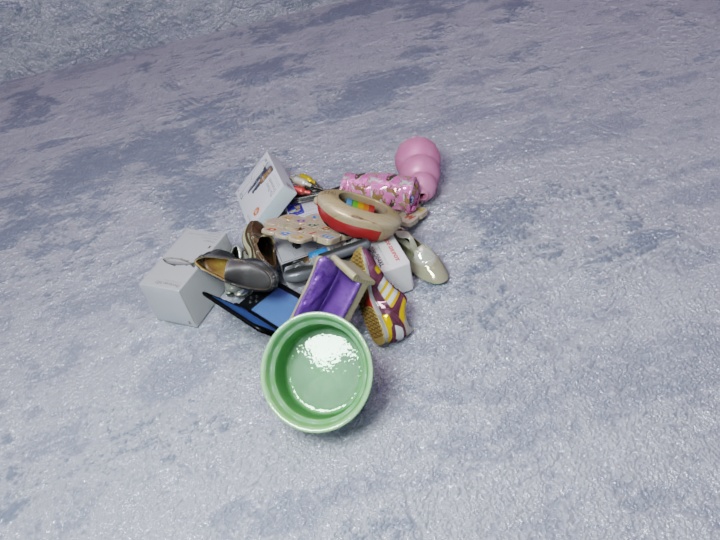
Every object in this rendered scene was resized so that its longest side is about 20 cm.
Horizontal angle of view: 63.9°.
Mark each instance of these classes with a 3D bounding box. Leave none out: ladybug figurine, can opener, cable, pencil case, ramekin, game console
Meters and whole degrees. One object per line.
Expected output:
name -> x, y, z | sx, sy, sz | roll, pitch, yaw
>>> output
ladybug figurine -> -0.009, -0.117, 1.257 | 0.197, 0.073, 0.136 | 17, 27, -5
can opener -> -0.065, -0.009, 1.197 | 0.197, 0.053, 0.066 | -21, 26, -12
cable -> -0.110, -0.211, 1.516 | 0.197, 0.051, 0.098 | 10, 46, 24
pencil case -> 0.046, -0.193, 1.424 | 0.197, 0.083, 0.087 | 8, 51, 17
ramekin -> -0.069, 0.178, 1.020 | 0.197, 0.098, 0.204 | -1, 80, 9
game console -> -0.199, 0.070, 1.221 | 0.199, 0.118, 0.176 | 26, 53, 35

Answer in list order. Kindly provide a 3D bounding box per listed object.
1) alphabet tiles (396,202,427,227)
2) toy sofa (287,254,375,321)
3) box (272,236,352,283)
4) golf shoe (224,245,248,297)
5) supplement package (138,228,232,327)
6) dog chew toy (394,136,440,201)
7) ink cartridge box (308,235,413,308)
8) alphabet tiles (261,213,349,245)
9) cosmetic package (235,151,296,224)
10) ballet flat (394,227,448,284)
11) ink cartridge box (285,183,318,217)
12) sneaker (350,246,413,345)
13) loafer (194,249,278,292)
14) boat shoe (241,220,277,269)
alphabet tiles -> 0.065, -0.155, 1.457 | 0.198, 0.015, 0.195 | 18, 36, 31
toy sofa -> -0.066, 0.077, 1.115 | 0.097, 0.202, 0.083 | 14, 19, -44
box -> -0.106, -0.056, 1.379 | 0.197, 0.061, 0.117 | -20, 42, -12
golf shoe -> -0.266, -0.031, 1.367 | 0.077, 0.098, 0.201 | 0, 41, 16
supplement package -> -0.388, 0.013, 1.329 | 0.115, 0.118, 0.201 | 8, 45, 21
dog chew toy -> 0.153, -0.258, 1.507 | 0.122, 0.126, 0.202 | -6, 47, 6
ink cartridge box -> 0.000, 0.000, 1.276 | 0.197, 0.085, 0.147 | -19, 41, -7
alphabet tiles -> -0.118, -0.095, 1.311 | 0.198, 0.015, 0.195 | 17, 24, 31
cosmetic package -> -0.256, -0.207, 1.540 | 0.151, 0.051, 0.201 | -50, 39, 16
ballet flat -> 0.125, -0.041, 1.308 | 0.069, 0.070, 0.200 | -28, 44, -19
ink cartridge box -> -0.157, -0.177, 1.551 | 0.093, 0.037, 0.201 | -18, 43, -8
sneaker -> 0.042, 0.046, 1.170 | 0.089, 0.075, 0.203 | -11, 81, -30
loafer -> -0.264, 0.006, 1.223 | 0.197, 0.074, 0.072 | 13, 11, 27
boat shoe -> -0.221, -0.054, 1.324 | 0.075, 0.074, 0.204 | -45, 40, 25
